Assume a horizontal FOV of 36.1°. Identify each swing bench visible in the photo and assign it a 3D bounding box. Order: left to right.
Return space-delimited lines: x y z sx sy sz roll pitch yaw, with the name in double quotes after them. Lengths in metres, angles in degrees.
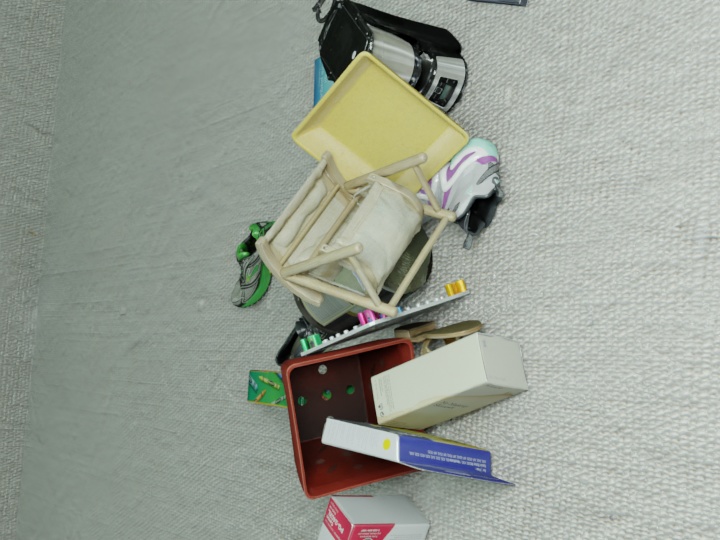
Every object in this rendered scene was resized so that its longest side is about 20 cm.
-0.006 -0.056 1.548 0.198 0.131 0.200 4 47 40 "swing bench"

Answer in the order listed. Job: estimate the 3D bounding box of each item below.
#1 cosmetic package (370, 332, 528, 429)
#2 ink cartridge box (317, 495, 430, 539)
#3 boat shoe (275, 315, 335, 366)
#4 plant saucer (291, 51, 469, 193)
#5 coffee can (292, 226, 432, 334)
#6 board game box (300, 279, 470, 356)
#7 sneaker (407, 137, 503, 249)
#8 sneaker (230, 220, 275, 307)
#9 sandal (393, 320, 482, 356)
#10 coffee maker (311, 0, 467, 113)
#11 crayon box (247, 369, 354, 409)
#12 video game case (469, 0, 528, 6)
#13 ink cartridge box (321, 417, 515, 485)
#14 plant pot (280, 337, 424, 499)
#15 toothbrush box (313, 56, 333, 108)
0.121 0.157 1.534 0.198 0.103 0.074 -26 63 38 "cosmetic package"
0.002 0.447 1.662 0.083 0.143 0.203 39 116 52 "ink cartridge box"
-0.091 0.111 1.949 0.199 0.065 0.076 -47 46 43 "boat shoe"
0.031 -0.206 1.609 0.200 0.199 0.049 -42 17 40 "plant saucer"
0.000 0.000 1.754 0.199 0.144 0.149 -33 57 50 "coffee can"
0.033 0.070 1.641 0.199 0.198 0.026 -27 82 52 "board game box"
0.136 -0.086 1.621 0.200 0.077 0.142 -43 48 45 "sneaker"
-0.215 -0.016 2.152 0.078 0.084 0.202 56 130 46 "sneaker"
0.121 0.116 1.631 0.211 0.077 0.071 -4 100 63 "sandal"
0.049 -0.341 1.698 0.134 0.197 0.195 -38 53 45 "coffee maker"
-0.098 0.206 1.892 0.199 0.117 0.059 -4 80 57 "crayon box"
0.221 -0.496 1.627 0.142 0.019 0.204 27 107 56 "video game case"
0.082 0.245 1.509 0.198 0.196 0.048 3 79 46 "ink cartridge box"
-0.029 0.208 1.698 0.176 0.196 0.204 -162 62 -70 "plant pot"
-0.001 -0.309 1.866 0.199 0.084 0.149 -15 71 59 "toothbrush box"
